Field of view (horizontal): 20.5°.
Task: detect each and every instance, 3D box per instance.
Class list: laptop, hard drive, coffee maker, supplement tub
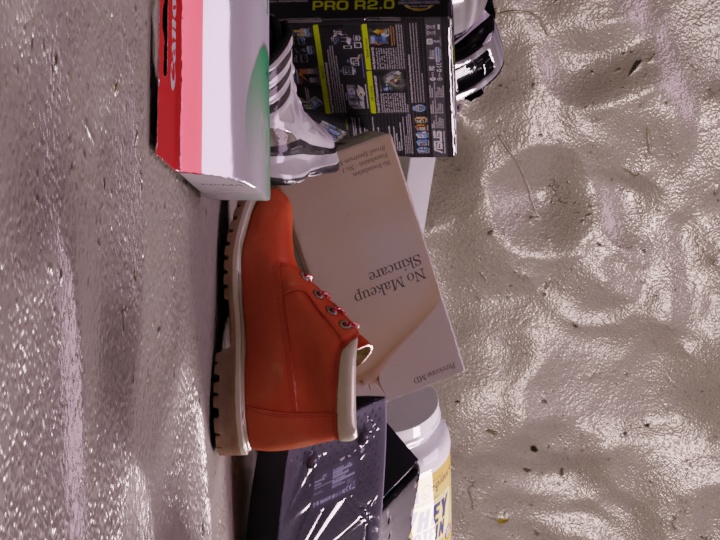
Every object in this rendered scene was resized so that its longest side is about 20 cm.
[{"bbox_3d":[-0.023,0.203,1.685,0.177,0.103,0.201,-34,136,-66],"label":"laptop"},{"bbox_3d":[-0.035,0.199,1.513,0.135,0.042,0.201,-19,119,-51],"label":"hard drive"},{"bbox_3d":[0.052,-0.264,1.674,0.200,0.134,0.193,83,-1,-66],"label":"coffee maker"},{"bbox_3d":[0.024,0.221,2.109,0.145,0.144,0.201,-84,172,-60],"label":"supplement tub"}]

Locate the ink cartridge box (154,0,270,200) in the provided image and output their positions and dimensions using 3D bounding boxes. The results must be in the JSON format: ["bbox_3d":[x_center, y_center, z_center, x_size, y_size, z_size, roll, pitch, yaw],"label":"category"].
[{"bbox_3d":[-0.085,-0.133,1.198,0.200,0.050,0.162,72,18,-85],"label":"ink cartridge box"}]

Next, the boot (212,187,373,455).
[{"bbox_3d":[-0.044,0.031,1.381,0.075,0.107,0.201,76,12,-68],"label":"boot"}]

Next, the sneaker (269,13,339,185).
[{"bbox_3d":[-0.055,-0.127,1.432,0.201,0.075,0.116,-53,144,-80],"label":"sneaker"}]

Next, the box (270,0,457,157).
[{"bbox_3d":[-0.005,-0.158,1.567,0.200,0.159,0.044,81,10,-61],"label":"box"}]

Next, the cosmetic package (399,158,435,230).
[{"bbox_3d":[0.005,-0.080,1.798,0.090,0.106,0.201,-47,148,-57],"label":"cosmetic package"}]

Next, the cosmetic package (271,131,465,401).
[{"bbox_3d":[0.000,0.000,1.578,0.073,0.103,0.201,-164,-126,-74],"label":"cosmetic package"}]
